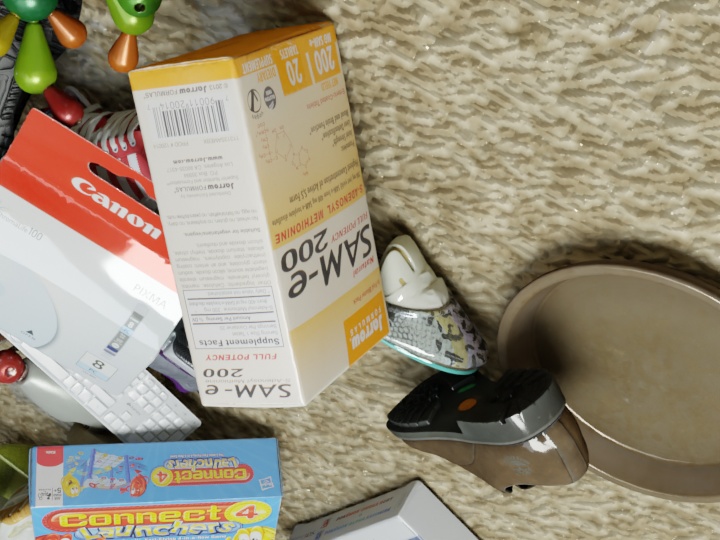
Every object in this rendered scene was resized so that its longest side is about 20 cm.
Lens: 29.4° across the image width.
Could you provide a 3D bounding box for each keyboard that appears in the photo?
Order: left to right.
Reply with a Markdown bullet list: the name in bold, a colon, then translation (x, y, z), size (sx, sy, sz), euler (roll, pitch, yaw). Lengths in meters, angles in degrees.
- **keyboard**: translation (-0.210, 0.078, 1.082), size (0.200, 0.056, 0.011), euler (48, 177, -28)

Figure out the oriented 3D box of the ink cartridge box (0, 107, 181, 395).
- **ink cartridge box**: translation (-0.190, -0.004, 0.923), size (0.160, 0.047, 0.200), euler (33, 143, -13)

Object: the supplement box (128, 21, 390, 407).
- **supplement box**: translation (-0.053, -0.034, 0.806), size (0.073, 0.126, 0.200), euler (-3, 107, 27)

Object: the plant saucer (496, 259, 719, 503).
- **plant saucer**: translation (0.182, 0.067, 0.863), size (0.200, 0.029, 0.200), euler (19, 137, 19)

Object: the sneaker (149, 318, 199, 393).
- **sneaker**: translation (-0.186, 0.029, 1.059), size (0.200, 0.074, 0.088), euler (41, 145, -7)

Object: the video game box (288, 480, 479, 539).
- **video game box**: translation (0.053, 0.274, 1.146), size (0.200, 0.047, 0.182), euler (46, 142, -11)

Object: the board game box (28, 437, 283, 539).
- **board game box**: translation (-0.172, 0.218, 1.157), size (0.200, 0.056, 0.196), euler (-1, 142, -9)

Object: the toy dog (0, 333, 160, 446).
- **toy dog**: translation (-0.259, 0.075, 1.122), size (0.200, 0.132, 0.096), euler (49, 176, -28)

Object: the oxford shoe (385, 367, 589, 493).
- **oxford shoe**: translation (0.079, 0.113, 0.910), size (0.084, 0.073, 0.200), euler (55, 161, -15)

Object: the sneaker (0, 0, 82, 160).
- **sneaker**: translation (-0.252, -0.136, 0.940), size (0.060, 0.104, 0.200), euler (20, 110, -27)

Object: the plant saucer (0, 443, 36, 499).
- **plant saucer**: translation (-0.299, 0.261, 1.382), size (0.200, 0.048, 0.200), euler (37, 140, 0)

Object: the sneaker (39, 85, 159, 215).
- **sneaker**: translation (-0.163, -0.091, 0.924), size (0.112, 0.071, 0.200), euler (39, 143, -8)

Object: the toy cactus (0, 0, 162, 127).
- **toy cactus**: translation (-0.187, -0.198, 0.813), size (0.165, 0.102, 0.200), euler (43, 135, 15)

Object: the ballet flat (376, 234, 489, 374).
- **ballet flat**: translation (0.000, 0.000, 0.903), size (0.200, 0.072, 0.072), euler (26, 139, 11)

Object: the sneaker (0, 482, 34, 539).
- **sneaker**: translation (-0.331, 0.260, 1.308), size (0.200, 0.076, 0.088), euler (-19, 116, 45)
